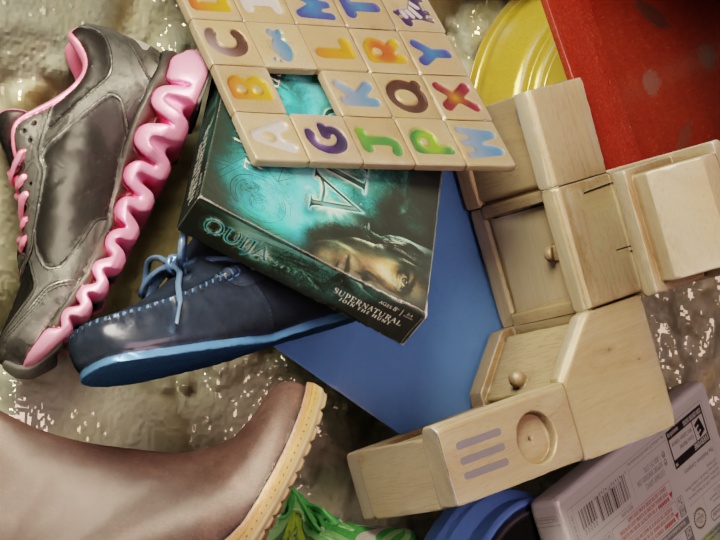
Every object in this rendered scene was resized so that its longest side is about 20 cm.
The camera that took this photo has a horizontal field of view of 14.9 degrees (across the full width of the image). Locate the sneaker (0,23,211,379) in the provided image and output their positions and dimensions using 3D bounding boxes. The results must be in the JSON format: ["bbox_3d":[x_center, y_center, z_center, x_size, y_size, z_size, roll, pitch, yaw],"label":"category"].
[{"bbox_3d":[-0.154,-0.041,1.424,0.095,0.079,0.201,26,69,-6],"label":"sneaker"}]

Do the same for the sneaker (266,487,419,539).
[{"bbox_3d":[-0.046,0.138,1.464,0.199,0.074,0.084,8,84,-33],"label":"sneaker"}]

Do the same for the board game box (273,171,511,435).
[{"bbox_3d":[0.000,0.000,1.534,0.200,0.039,0.159,36,61,-28],"label":"board game box"}]

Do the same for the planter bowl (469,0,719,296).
[{"bbox_3d":[0.165,-0.085,1.624,0.199,0.083,0.202,4,83,-34],"label":"planter bowl"}]

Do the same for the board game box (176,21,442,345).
[{"bbox_3d":[-0.019,-0.062,1.449,0.135,0.028,0.201,27,38,-16],"label":"board game box"}]

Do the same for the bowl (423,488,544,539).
[{"bbox_3d":[0.090,0.220,1.525,0.200,0.039,0.202,14,73,-55],"label":"bowl"}]

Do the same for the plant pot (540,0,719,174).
[{"bbox_3d":[0.245,-0.132,1.527,0.176,0.199,0.201,-25,99,-44],"label":"plant pot"}]

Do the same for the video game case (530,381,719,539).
[{"bbox_3d":[0.176,0.182,1.595,0.200,0.022,0.183,-30,105,-55],"label":"video game case"}]

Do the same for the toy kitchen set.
[{"bbox_3d":[0.091,0.007,1.470,0.180,0.163,0.201,-16,91,-40],"label":"toy kitchen set"}]

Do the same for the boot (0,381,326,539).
[{"bbox_3d":[-0.127,0.105,1.377,0.166,0.072,0.200,33,76,3],"label":"boot"}]

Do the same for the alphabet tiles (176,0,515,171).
[{"bbox_3d":[-0.021,-0.130,1.481,0.166,0.008,0.201,0,50,-34],"label":"alphabet tiles"}]

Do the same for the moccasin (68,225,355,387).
[{"bbox_3d":[-0.074,0.012,1.414,0.199,0.080,0.069,-14,84,-46],"label":"moccasin"}]
